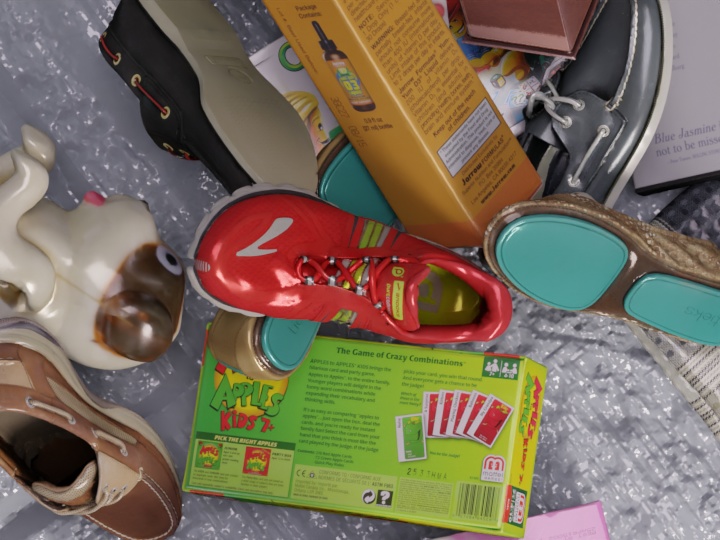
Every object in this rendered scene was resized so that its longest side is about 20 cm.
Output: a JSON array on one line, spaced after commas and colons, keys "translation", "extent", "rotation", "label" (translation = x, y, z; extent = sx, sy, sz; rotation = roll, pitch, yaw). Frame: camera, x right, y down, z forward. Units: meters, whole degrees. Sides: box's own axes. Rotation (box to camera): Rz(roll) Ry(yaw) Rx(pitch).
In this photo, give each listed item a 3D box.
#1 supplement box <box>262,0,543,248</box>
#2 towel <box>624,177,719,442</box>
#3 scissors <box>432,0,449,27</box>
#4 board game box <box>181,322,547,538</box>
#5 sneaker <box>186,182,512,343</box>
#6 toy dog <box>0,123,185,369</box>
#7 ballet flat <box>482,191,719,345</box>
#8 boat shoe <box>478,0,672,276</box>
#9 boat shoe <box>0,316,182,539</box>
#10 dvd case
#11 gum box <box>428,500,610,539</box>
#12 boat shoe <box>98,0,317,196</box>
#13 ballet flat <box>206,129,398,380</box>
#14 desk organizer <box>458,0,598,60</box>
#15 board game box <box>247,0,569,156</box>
[{"translation": [0.022, -0.107, 1.618], "extent": [0.069, 0.066, 0.200], "rotation": [-49, 118, -30], "label": "supplement box"}, {"translation": [0.271, 0.019, 1.730], "extent": [0.192, 0.035, 0.200], "rotation": [-41, 85, -10], "label": "towel"}, {"translation": [0.047, -0.164, 1.650], "extent": [0.073, 0.014, 0.200], "rotation": [-30, 121, -6], "label": "scissors"}, {"translation": [0.002, 0.093, 1.653], "extent": [0.199, 0.048, 0.102], "rotation": [6, 82, 20], "label": "board game box"}, {"translation": [0.000, 0.000, 1.572], "extent": [0.200, 0.085, 0.077], "rotation": [9, 94, -32], "label": "sneaker"}, {"translation": [-0.201, 0.013, 1.643], "extent": [0.199, 0.140, 0.195], "rotation": [-5, 94, -5], "label": "toy dog"}, {"translation": [0.143, -0.008, 1.645], "extent": [0.200, 0.065, 0.071], "rotation": [23, 120, -35], "label": "ballet flat"}, {"translation": [0.126, -0.081, 1.677], "extent": [0.062, 0.073, 0.201], "rotation": [10, 108, -30], "label": "boat shoe"}, {"translation": [-0.168, 0.108, 1.617], "extent": [0.076, 0.200, 0.072], "rotation": [-26, 45, 18], "label": "boat shoe"}, {"translation": [0.217, -0.157, 1.719], "extent": [0.142, 0.018, 0.201], "rotation": [-13, 82, 20], "label": "dvd case"}, {"translation": [0.066, 0.212, 1.670], "extent": [0.199, 0.066, 0.114], "rotation": [-13, 83, -5], "label": "gum box"}, {"translation": [-0.089, -0.094, 1.661], "extent": [0.063, 0.074, 0.202], "rotation": [-54, 51, 25], "label": "boat shoe"}, {"translation": [-0.029, -0.023, 1.656], "extent": [0.069, 0.063, 0.200], "rotation": [51, 59, -31], "label": "ballet flat"}, {"translation": [0.119, -0.229, 1.677], "extent": [0.072, 0.077, 0.200], "rotation": [10, 58, 22], "label": "desk organizer"}, {"translation": [0.037, -0.118, 1.723], "extent": [0.200, 0.035, 0.126], "rotation": [-32, 87, -7], "label": "board game box"}]
